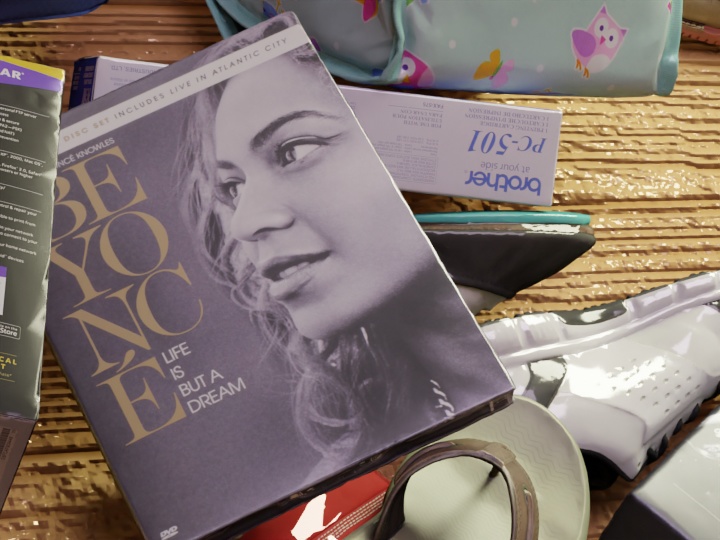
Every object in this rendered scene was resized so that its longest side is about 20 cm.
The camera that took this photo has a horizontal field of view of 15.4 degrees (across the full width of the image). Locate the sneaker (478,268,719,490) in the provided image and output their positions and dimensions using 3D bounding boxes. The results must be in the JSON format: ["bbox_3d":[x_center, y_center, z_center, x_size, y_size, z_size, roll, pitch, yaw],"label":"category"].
[{"bbox_3d":[0.114,0.053,1.143,0.200,0.074,0.080,-14,72,-27],"label":"sneaker"}]

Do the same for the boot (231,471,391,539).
[{"bbox_3d":[-0.056,0.116,1.006,0.144,0.072,0.200,44,40,17],"label":"boot"}]

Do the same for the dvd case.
[{"bbox_3d":[-0.050,0.002,1.025,0.148,0.016,0.200,-25,59,-9],"label":"dvd case"}]

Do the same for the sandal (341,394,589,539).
[{"bbox_3d":[0.035,0.101,0.982,0.080,0.057,0.201,37,35,10],"label":"sandal"}]

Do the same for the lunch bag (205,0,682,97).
[{"bbox_3d":[0.027,-0.144,1.209,0.170,0.122,0.200,-1,14,-36],"label":"lunch bag"}]

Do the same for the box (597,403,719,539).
[{"bbox_3d":[0.213,0.135,1.078,0.200,0.104,0.182,39,49,13],"label":"box"}]

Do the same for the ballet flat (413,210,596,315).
[{"bbox_3d":[0.000,0.000,1.135,0.199,0.068,0.069,5,90,-6],"label":"ballet flat"}]

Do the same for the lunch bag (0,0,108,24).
[{"bbox_3d":[-0.171,-0.200,1.119,0.136,0.133,0.200,-13,50,-38],"label":"lunch bag"}]

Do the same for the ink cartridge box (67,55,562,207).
[{"bbox_3d":[-0.022,-0.060,1.144,0.199,0.094,0.044,6,93,-12],"label":"ink cartridge box"}]

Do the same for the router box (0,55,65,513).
[{"bbox_3d":[-0.155,0.045,0.933,0.052,0.200,0.158,12,47,-15],"label":"router box"}]

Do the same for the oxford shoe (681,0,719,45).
[{"bbox_3d":[0.216,-0.163,1.359,0.199,0.074,0.071,-4,53,-26],"label":"oxford shoe"}]
